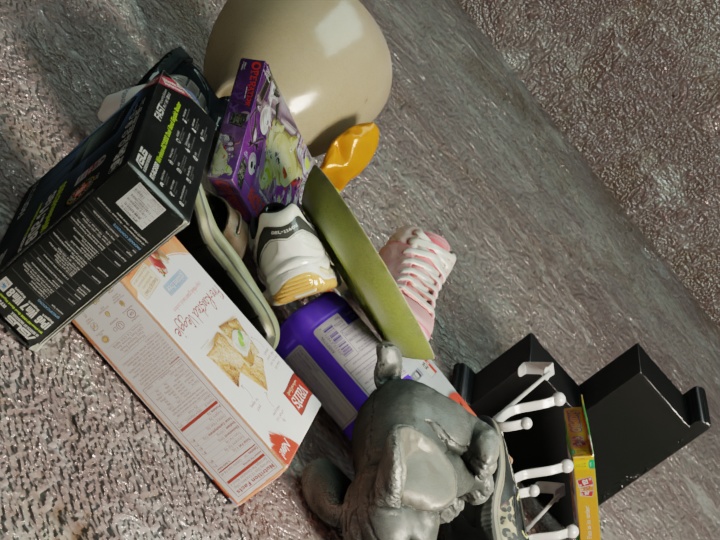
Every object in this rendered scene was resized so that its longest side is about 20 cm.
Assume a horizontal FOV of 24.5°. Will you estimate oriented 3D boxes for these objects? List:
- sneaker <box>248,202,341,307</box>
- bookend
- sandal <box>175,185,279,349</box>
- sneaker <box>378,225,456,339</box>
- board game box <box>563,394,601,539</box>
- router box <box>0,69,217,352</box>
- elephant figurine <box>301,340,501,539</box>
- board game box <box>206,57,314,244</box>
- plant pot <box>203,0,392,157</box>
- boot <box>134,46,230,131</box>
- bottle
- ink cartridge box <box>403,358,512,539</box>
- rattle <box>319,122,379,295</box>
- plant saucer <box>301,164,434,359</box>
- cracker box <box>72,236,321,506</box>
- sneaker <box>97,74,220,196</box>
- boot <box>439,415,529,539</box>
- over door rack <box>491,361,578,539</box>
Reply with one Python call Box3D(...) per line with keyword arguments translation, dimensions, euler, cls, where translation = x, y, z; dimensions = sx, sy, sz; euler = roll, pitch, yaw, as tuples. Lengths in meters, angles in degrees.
Box3D(translation=(-0.060, -0.018, 1.456), dimensions=(0.200, 0.075, 0.088), euler=(154, -82, -81), cls="sneaker")
Box3D(translation=(0.234, 0.136, 1.787), dimensions=(0.200, 0.199, 0.092), euler=(46, 20, -12), cls="bookend")
Box3D(translation=(-0.122, -0.017, 1.396), dimensions=(0.057, 0.080, 0.201), euler=(-23, 83, -44), cls="sandal")
Box3D(translation=(0.050, 0.008, 1.659), dimensions=(0.075, 0.105, 0.200), euler=(40, 2, -13), cls="sneaker")
Box3D(translation=(0.228, 0.234, 1.690), dimensions=(0.096, 0.030, 0.201), euler=(-88, 173, -65), cls="board game box")
Box3D(translation=(-0.185, -0.048, 1.188), dimensions=(0.062, 0.150, 0.200), euler=(45, 18, -17), cls="router box")
Box3D(translation=(0.027, 0.180, 1.326), dimensions=(0.155, 0.142, 0.200), euler=(26, 29, 15), cls="elephant figurine")
Box3D(translation=(-0.086, -0.091, 1.509), dimensions=(0.200, 0.032, 0.120), euler=(64, 41, -64), cls="board game box")
Box3D(translation=(-0.084, -0.190, 1.716), dimensions=(0.200, 0.200, 0.135), euler=(47, 43, -12), cls="plant pot")
Box3D(translation=(-0.142, -0.129, 1.582), dimensions=(0.168, 0.076, 0.200), euler=(45, 12, -8), cls="boot")
Box3D(translation=(0.010, 0.113, 1.470), dimensions=(0.200, 0.065, 0.083), euler=(49, 34, 6), cls="bottle")
Box3D(translation=(0.066, 0.157, 1.576), dimensions=(0.162, 0.050, 0.200), euler=(51, 14, 1), cls="ink cartridge box")
Box3D(translation=(-0.011, -0.035, 1.633), dimensions=(0.200, 0.143, 0.130), euler=(-112, 176, -59), cls="rattle")
Box3D(translation=(0.000, 0.000, 1.456), dimensions=(0.200, 0.031, 0.200), euler=(58, -4, 6), cls="plant saucer")
Box3D(translation=(-0.124, 0.067, 1.265), dimensions=(0.200, 0.058, 0.134), euler=(50, 17, -7), cls="cracker box")
Box3D(translation=(-0.161, -0.103, 1.482), dimensions=(0.200, 0.087, 0.075), euler=(61, 39, -47), cls="sneaker")
Box3D(translation=(0.138, 0.248, 1.504), dimensions=(0.154, 0.073, 0.204), euler=(39, 38, -40), cls="boot")
Box3D(translation=(0.180, 0.183, 1.631), dimensions=(0.200, 0.066, 0.148), euler=(-43, 128, -70), cls="over door rack")
